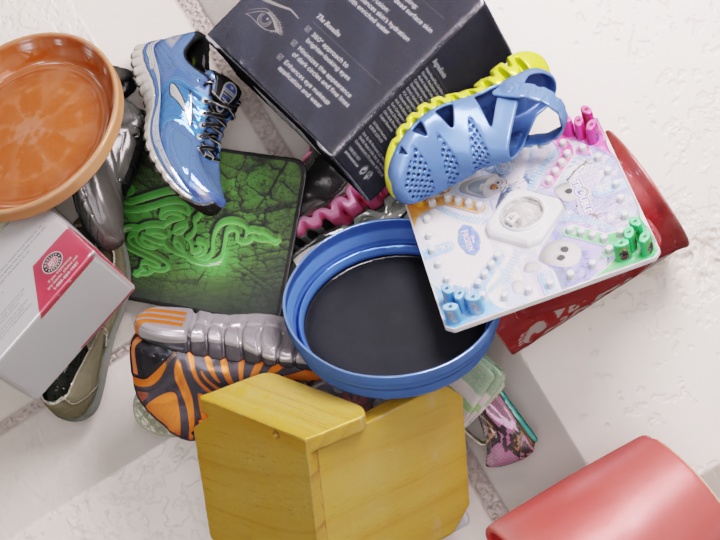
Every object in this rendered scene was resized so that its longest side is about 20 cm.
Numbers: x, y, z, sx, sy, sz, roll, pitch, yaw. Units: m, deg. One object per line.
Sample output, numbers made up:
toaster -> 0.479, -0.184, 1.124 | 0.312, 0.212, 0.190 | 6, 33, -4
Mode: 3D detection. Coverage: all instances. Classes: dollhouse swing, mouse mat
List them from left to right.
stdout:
mouse mat -> -0.150, -0.040, 1.748 | 0.198, 0.008, 0.163 | 9, 89, 26
dollhouse swing -> -0.023, 0.180, 1.674 | 0.181, 0.175, 0.202 | 18, 128, 35

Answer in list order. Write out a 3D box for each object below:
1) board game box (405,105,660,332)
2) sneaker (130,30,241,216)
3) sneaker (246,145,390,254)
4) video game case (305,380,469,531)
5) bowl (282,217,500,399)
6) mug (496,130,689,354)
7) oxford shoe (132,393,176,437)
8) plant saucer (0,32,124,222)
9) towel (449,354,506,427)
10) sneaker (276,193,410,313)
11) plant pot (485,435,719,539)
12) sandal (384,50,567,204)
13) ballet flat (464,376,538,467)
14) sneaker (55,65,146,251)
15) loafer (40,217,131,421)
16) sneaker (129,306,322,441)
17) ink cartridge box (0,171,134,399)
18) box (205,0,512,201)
board game box -> 0.146, -0.052, 1.638 | 0.198, 0.026, 0.201 | -20, 44, 3
sneaker -> -0.157, -0.146, 1.722 | 0.089, 0.079, 0.201 | -23, 64, 16
sneaker -> -0.034, -0.085, 1.765 | 0.199, 0.079, 0.096 | -33, 68, -2
video game case -> -0.023, 0.204, 1.727 | 0.181, 0.023, 0.201 | -31, 105, 10
bowl -> 0.030, 0.035, 1.639 | 0.199, 0.040, 0.202 | -4, 44, 4
mug -> 0.190, -0.024, 1.706 | 0.199, 0.178, 0.134 | -35, 81, 4
oxford shoe -> -0.119, 0.137, 1.753 | 0.198, 0.058, 0.076 | 7, 98, 6
plant saucer -> -0.312, -0.132, 1.697 | 0.198, 0.032, 0.202 | -9, 58, 15
towel -> 0.028, 0.130, 1.740 | 0.152, 0.023, 0.201 | 37, 111, 4
sneaker -> 0.000, 0.000, 1.745 | 0.199, 0.074, 0.089 | -32, 74, 0
plant pot -> 0.243, 0.262, 1.693 | 0.177, 0.200, 0.201 | -39, 88, -10
sandal -> 0.110, -0.124, 1.648 | 0.199, 0.080, 0.087 | -36, 45, -12
ballet flat -> 0.098, 0.101, 1.754 | 0.071, 0.069, 0.201 | -28, 92, 2
sneaker -> -0.239, -0.115, 1.738 | 0.090, 0.076, 0.202 | -9, 68, -8
loafer -> -0.270, 0.046, 1.747 | 0.074, 0.070, 0.202 | 5, 87, 14
sneaker -> -0.116, 0.102, 1.689 | 0.198, 0.078, 0.113 | 9, 111, 5
ink cartridge box -> -0.330, 0.000, 1.706 | 0.145, 0.083, 0.200 | -49, 56, -1
box -> 0.000, -0.210, 1.702 | 0.200, 0.117, 0.197 | -45, 61, 0
